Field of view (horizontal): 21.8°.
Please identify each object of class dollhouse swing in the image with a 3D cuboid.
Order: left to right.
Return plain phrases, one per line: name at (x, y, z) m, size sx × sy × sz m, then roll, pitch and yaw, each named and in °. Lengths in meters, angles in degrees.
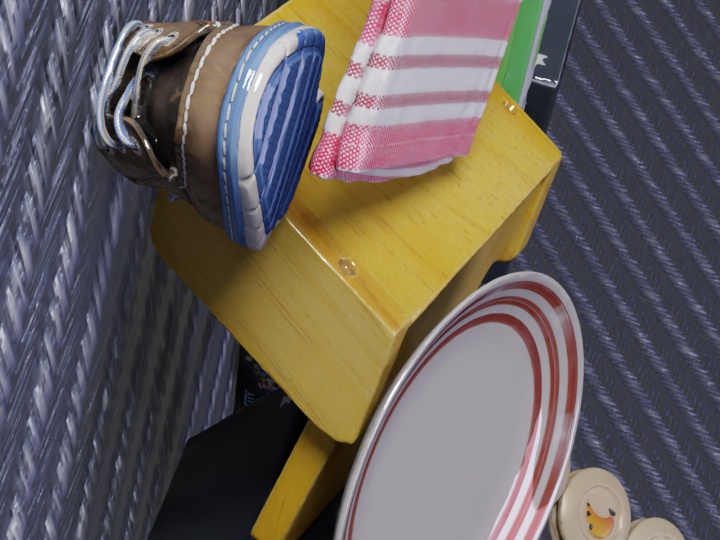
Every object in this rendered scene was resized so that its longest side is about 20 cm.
dollhouse swing at (-0.024, -0.003, 0.886) m, size 0.176 × 0.182 × 0.200 m, roll -44°, pitch -179°, yaw 38°

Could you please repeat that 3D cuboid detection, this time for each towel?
towel at (0.039, -0.133, 0.746) m, size 0.146 × 0.030 × 0.202 m, roll -16°, pitch 126°, yaw -69°

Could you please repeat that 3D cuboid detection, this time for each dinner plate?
dinner plate at (0.041, 0.094, 0.849) m, size 0.200 × 0.024 × 0.202 m, roll -33°, pitch 134°, yaw -42°

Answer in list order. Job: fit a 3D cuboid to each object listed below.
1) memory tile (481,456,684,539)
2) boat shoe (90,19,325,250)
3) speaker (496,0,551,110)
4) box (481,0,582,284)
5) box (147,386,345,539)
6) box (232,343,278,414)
memory tile at (0.083, 0.155, 0.940) m, size 0.017 × 0.199 × 0.154 m, roll -12°, pitch -134°, yaw 55°
boat shoe at (-0.055, -0.050, 0.644) m, size 0.200 × 0.072 × 0.073 m, roll 116°, pitch -8°, yaw -86°
speaker at (0.051, -0.122, 0.969) m, size 0.089 × 0.087 × 0.201 m, roll -69°, pitch 173°, yaw -45°
box at (0.052, -0.106, 1.241) m, size 0.201 × 0.147 × 0.108 m, roll 101°, pitch 7°, yaw -51°
box at (-0.017, 0.200, 0.986) m, size 0.123 × 0.196 × 0.201 m, roll -29°, pitch -150°, yaw 42°
box at (-0.037, -0.009, 1.176) m, size 0.201 × 0.037 × 0.137 m, roll 100°, pitch 8°, yaw -49°
